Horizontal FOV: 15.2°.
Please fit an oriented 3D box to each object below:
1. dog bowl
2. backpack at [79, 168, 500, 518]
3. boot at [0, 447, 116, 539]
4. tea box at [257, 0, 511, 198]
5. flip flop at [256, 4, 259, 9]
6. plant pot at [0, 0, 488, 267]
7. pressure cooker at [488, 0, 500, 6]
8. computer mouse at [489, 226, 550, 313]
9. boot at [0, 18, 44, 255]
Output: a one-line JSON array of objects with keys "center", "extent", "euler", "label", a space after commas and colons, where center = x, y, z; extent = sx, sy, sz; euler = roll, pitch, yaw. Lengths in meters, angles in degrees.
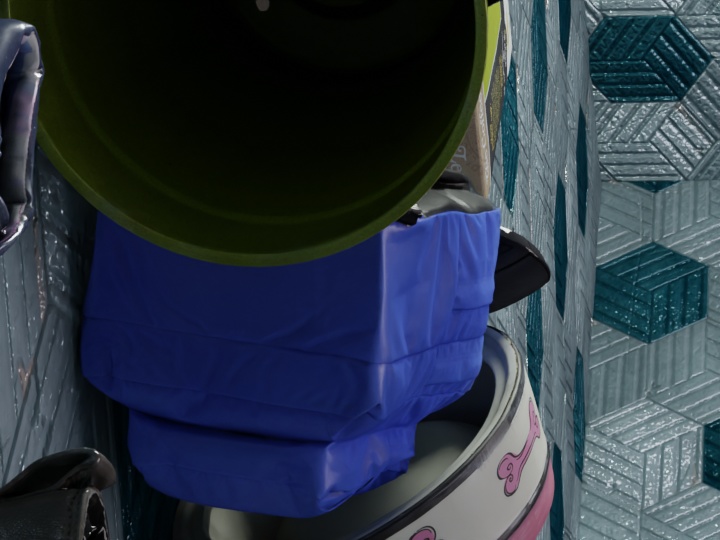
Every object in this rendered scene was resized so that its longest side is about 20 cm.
[{"center": [0.009, 0.115, 1.355], "extent": [0.074, 0.200, 0.200], "euler": [58, 22, -22], "label": "dog bowl"}, {"center": [-0.030, 0.021, 1.264], "extent": [0.200, 0.162, 0.168], "euler": [-23, 124, -69], "label": "backpack"}, {"center": [-0.137, 0.135, 0.606], "extent": [0.069, 0.174, 0.200], "euler": [67, 24, -66], "label": "boot"}, {"center": [0.015, -0.170, 1.643], "extent": [0.197, 0.133, 0.200], "euler": [-79, 164, -54], "label": "tea box"}, {"center": [-0.075, -0.137, 1.339], "extent": [0.081, 0.058, 0.200], "euler": [59, 32, -72], "label": "flip flop"}, {"center": [-0.028, -0.124, 1.153], "extent": [0.193, 0.200, 0.201], "euler": [-53, 141, -69], "label": "plant pot"}, {"center": [0.029, -0.247, 1.353], "extent": [0.179, 0.176, 0.200], "euler": [122, -19, -48], "label": "pressure cooker"}, {"center": [0.000, 0.000, 1.421], "extent": [0.140, 0.200, 0.046], "euler": [81, 27, -69], "label": "computer mouse"}, {"center": [-0.150, 0.001, 0.786], "extent": [0.073, 0.090, 0.200], "euler": [76, 16, -54], "label": "boot"}]
